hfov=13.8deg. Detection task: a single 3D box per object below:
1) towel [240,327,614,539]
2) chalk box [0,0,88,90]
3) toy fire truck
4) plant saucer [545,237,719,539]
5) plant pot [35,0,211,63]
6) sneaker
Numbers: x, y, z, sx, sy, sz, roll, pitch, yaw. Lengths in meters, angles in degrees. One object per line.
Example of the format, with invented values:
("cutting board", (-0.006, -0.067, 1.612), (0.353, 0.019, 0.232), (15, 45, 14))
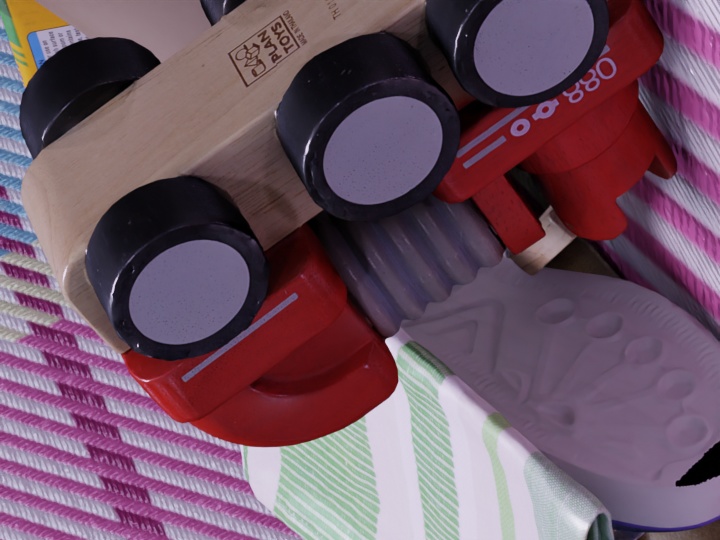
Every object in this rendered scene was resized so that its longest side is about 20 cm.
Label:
("towel", (0.016, 0.074, 0.984), (0.200, 0.023, 0.153), (41, 152, 37))
("chalk box", (-0.069, -0.139, 1.144), (0.201, 0.123, 0.125), (-96, -6, -46))
("toy fire truck", (0.015, -0.020, 0.881), (0.200, 0.176, 0.129), (50, -174, -42))
("plant saucer", (0.104, 0.082, 1.113), (0.201, 0.035, 0.200), (64, 175, 10))
("plant pot", (-0.052, -0.143, 0.927), (0.174, 0.200, 0.200), (50, -179, -25))
("sneaker", (0.073, 0.076, 1.006), (0.200, 0.081, 0.147), (24, 145, 46))
